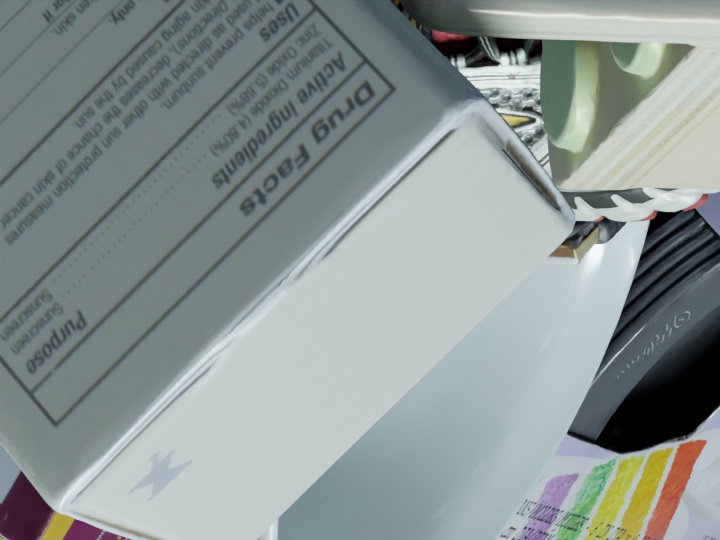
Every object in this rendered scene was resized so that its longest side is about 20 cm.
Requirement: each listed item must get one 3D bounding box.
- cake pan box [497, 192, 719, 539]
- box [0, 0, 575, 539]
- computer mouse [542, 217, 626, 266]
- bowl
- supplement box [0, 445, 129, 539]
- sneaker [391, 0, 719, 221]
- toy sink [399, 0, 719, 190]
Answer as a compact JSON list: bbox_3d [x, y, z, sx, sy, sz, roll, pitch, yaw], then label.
[{"bbox_3d":[0.124,0.026,0.963,0.184,0.052,0.200,-47,149,11],"label":"cake pan box"},{"bbox_3d":[-0.065,-0.054,0.486,0.095,0.200,0.078,-42,159,4],"label":"box"},{"bbox_3d":[0.106,-0.075,0.711,0.109,0.044,0.200,-36,173,-38],"label":"computer mouse"},{"bbox_3d":[0.000,0.000,0.801,0.090,0.202,0.201,25,178,25],"label":"bowl"},{"bbox_3d":[-0.118,0.041,0.974,0.130,0.104,0.200,28,171,14],"label":"supplement box"},{"bbox_3d":[0.017,-0.052,0.640,0.199,0.078,0.082,-9,163,23],"label":"sneaker"},{"bbox_3d":[0.090,-0.089,0.538,0.198,0.131,0.112,0,166,-12],"label":"toy sink"}]
